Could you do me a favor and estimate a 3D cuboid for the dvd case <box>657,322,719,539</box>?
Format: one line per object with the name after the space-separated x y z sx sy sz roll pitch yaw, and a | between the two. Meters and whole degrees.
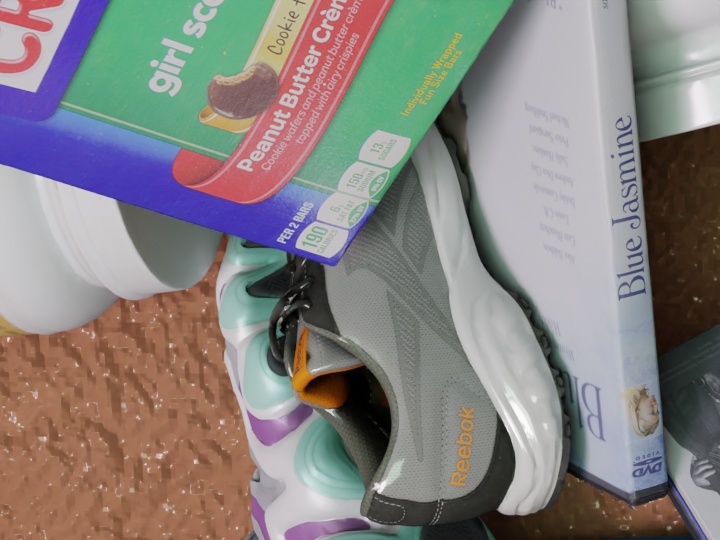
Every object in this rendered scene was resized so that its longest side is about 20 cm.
0.195 0.086 0.932 0.150 0.025 0.200 -27 67 -5 | dvd case

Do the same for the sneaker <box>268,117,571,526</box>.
0.000 0.000 0.978 0.201 0.079 0.074 64 154 29 | sneaker

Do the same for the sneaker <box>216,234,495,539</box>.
-0.023 0.085 1.045 0.140 0.077 0.201 -56 43 49 | sneaker

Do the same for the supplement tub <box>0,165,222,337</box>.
-0.161 -0.045 1.032 0.199 0.145 0.145 -5 96 18 | supplement tub

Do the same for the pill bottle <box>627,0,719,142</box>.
0.101 -0.149 0.951 0.112 0.112 0.201 -14 93 19 | pill bottle

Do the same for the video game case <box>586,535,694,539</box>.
0.123 0.194 1.014 0.143 0.018 0.201 -7 95 40 | video game case

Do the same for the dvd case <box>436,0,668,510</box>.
0.052 -0.033 0.964 0.017 0.143 0.201 -15 109 -25 | dvd case

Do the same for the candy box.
-0.056 -0.108 0.872 0.199 0.077 0.169 18 122 -28 | candy box
